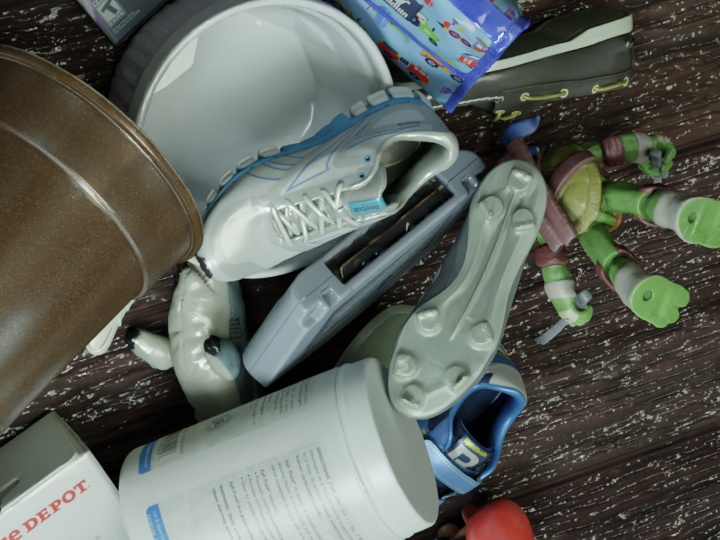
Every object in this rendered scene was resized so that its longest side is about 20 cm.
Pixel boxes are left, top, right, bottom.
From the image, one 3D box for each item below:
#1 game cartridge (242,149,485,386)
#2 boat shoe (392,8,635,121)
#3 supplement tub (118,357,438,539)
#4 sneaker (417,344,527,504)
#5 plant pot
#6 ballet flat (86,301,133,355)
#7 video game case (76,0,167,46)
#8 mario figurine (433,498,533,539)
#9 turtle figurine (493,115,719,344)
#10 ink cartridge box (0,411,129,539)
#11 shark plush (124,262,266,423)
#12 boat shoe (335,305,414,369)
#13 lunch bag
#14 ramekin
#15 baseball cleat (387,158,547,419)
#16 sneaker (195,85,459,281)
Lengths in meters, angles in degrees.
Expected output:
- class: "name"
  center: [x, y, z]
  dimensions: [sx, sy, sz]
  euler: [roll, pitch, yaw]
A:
- class: "game cartridge"
  center: [0.000, 0.000, 1.755]
  dimensions: [0.042, 0.133, 0.200]
  euler: [49, 56, 3]
- class: "boat shoe"
  center: [0.118, -0.142, 1.808]
  dimensions: [0.200, 0.072, 0.061]
  euler: [-17, 111, -22]
- class: "supplement tub"
  center: [-0.059, 0.155, 1.730]
  dimensions: [0.199, 0.132, 0.132]
  euler: [-21, 120, 14]
- class: "sneaker"
  center: [0.054, 0.142, 1.876]
  dimensions: [0.074, 0.082, 0.201]
  euler: [34, 94, -33]
- class: "plant pot"
  center: [-0.238, -0.005, 1.579]
  dimensions: [0.199, 0.200, 0.201]
  euler: [-53, 123, -22]
- class: "ballet flat"
  center: [-0.214, 0.038, 1.710]
  dimensions: [0.199, 0.067, 0.067]
  euler: [-26, 79, -11]
- class: "video game case"
  center: [-0.174, -0.272, 1.650]
  dimensions: [0.143, 0.019, 0.200]
  euler: [-43, 122, -6]
- class: "mario figurine"
  center: [0.055, 0.256, 1.936]
  dimensions: [0.106, 0.123, 0.200]
  euler: [44, 95, 10]
- class: "turtle figurine"
  center: [0.201, -0.027, 1.823]
  dimensions: [0.143, 0.194, 0.201]
  euler: [-32, 122, -15]
- class: "ink cartridge box"
  center: [-0.220, 0.226, 1.769]
  dimensions: [0.146, 0.084, 0.201]
  euler: [-35, 120, -10]
- class: "shark plush"
  center: [-0.081, 0.076, 1.798]
  dimensions: [0.200, 0.090, 0.084]
  euler: [53, 52, -26]
- class: "boat shoe"
  center: [-0.002, 0.119, 1.829]
  dimensions: [0.071, 0.061, 0.203]
  euler: [23, 92, -2]
- class: "lunch bag"
  center: [0.043, -0.199, 1.648]
  dimensions: [0.150, 0.200, 0.094]
  euler: [42, 87, 0]
- class: "ramekin"
  center: [-0.083, -0.105, 1.704]
  dimensions: [0.199, 0.105, 0.202]
  euler: [-9, 113, -23]
- class: "baseball cleat"
  center: [0.082, 0.019, 1.744]
  dimensions: [0.069, 0.106, 0.201]
  euler: [29, 84, 7]
- class: "sneaker"
  center: [-0.021, -0.053, 1.644]
  dimensions: [0.199, 0.087, 0.075]
  euler: [-34, 121, -10]
